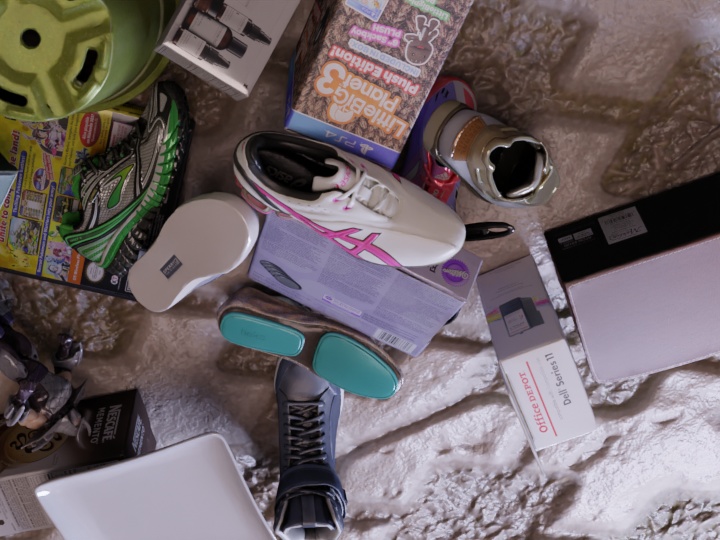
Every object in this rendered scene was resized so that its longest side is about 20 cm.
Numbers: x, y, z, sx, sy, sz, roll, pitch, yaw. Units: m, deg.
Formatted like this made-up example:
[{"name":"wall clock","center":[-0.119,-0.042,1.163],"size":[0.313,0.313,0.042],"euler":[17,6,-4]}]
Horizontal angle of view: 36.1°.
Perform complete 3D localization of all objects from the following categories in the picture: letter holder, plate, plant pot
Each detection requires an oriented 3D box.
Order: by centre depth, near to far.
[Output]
[{"name":"plant pot","center":[-0.245,-0.201,0.877],"size":[0.199,0.190,0.201],"euler":[-2,111,-5]},{"name":"letter holder","center":[0.302,0.011,1.091],"size":[0.199,0.101,0.143],"euler":[-19,121,8]},{"name":"plate","center":[-0.194,0.254,1.115],"size":[0.199,0.032,0.201],"euler":[-18,119,7]}]

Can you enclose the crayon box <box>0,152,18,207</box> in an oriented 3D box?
[{"name":"crayon box","center":[-0.401,-0.048,1.011],"size":[0.127,0.051,0.200],"euler":[44,116,23]}]

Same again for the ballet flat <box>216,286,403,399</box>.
[{"name":"ballet flat","center":[-0.045,0.065,1.118],"size":[0.199,0.067,0.068],"euler":[24,120,-6]}]

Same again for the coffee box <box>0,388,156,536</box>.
[{"name":"coffee box","center":[-0.325,0.204,1.163],"size":[0.199,0.113,0.080],"euler":[-11,120,3]}]

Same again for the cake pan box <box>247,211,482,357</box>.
[{"name":"cake pan box","center":[0.000,0.000,1.017],"size":[0.199,0.052,0.184],"euler":[25,159,0]}]

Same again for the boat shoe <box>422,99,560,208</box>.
[{"name":"boat shoe","center":[0.133,-0.089,0.989],"size":[0.200,0.068,0.075],"euler":[14,107,-53]}]

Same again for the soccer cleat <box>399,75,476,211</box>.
[{"name":"soccer cleat","center":[0.069,-0.084,1.037],"size":[0.066,0.077,0.201],"euler":[7,119,-7]}]

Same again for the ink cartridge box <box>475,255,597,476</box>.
[{"name":"ink cartridge box","center":[0.172,0.088,1.069],"size":[0.067,0.200,0.117],"euler":[-21,119,9]}]

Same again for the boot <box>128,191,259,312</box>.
[{"name":"boot","center":[-0.135,-0.033,1.008],"size":[0.200,0.090,0.073],"euler":[-28,100,48]}]

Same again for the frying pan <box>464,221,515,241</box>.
[{"name":"frying pan","center":[0.053,-0.016,1.055],"size":[0.189,0.031,0.115],"euler":[16,140,22]}]

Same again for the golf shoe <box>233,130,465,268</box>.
[{"name":"golf shoe","center":[-0.008,-0.054,0.883],"size":[0.199,0.092,0.073],"euler":[19,82,-3]}]

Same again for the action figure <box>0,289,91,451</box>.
[{"name":"action figure","center":[-0.334,0.093,1.096],"size":[0.069,0.130,0.200],"euler":[-33,105,15]}]

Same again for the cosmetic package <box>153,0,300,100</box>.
[{"name":"cosmetic package","center":[-0.082,-0.246,0.902],"size":[0.082,0.051,0.201],"euler":[29,85,-20]}]

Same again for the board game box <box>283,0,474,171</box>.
[{"name":"board game box","center":[0.019,-0.214,0.914],"size":[0.096,0.160,0.201],"euler":[20,116,-13]}]

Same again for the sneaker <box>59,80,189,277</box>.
[{"name":"sneaker","center":[-0.213,-0.085,0.993],"size":[0.085,0.078,0.200],"euler":[25,117,-15]}]

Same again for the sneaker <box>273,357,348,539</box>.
[{"name":"sneaker","center":[-0.054,0.189,1.150],"size":[0.077,0.146,0.203],"euler":[-2,118,1]}]

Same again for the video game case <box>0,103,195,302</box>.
[{"name":"video game case","center":[-0.267,-0.073,1.058],"size":[0.180,0.026,0.201],"euler":[13,119,-10]}]
